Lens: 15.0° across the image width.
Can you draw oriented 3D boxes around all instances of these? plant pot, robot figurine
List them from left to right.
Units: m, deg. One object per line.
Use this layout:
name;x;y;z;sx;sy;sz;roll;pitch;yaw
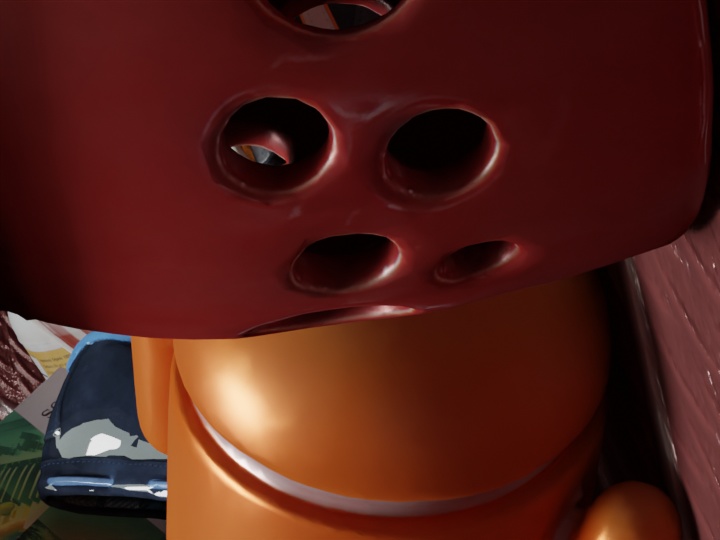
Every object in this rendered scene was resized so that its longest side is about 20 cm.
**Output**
plant pot;-0.041;-0.076;0.560;0.200;0.181;0.202;162;90;-84
robot figurine;0.007;0.051;0.718;0.144;0.116;0.201;-113;20;-46

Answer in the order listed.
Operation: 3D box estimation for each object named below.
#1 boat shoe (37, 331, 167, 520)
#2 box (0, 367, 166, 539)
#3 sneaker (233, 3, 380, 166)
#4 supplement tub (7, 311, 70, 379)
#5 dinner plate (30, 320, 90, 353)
boat shoe;-0.016;0.079;0.866;0.199;0.069;0.084;14;163;38
box;-0.049;0.106;0.908;0.144;0.199;0.037;-47;-30;-56
sneaker;-0.002;-0.033;0.869;0.078;0.079;0.201;-172;64;-84
supplement tub;-0.076;0.031;1.283;0.201;0.144;0.145;59;180;-15
dinner plate;-0.029;0.041;0.944;0.200;0.199;0.024;91;-158;-75
